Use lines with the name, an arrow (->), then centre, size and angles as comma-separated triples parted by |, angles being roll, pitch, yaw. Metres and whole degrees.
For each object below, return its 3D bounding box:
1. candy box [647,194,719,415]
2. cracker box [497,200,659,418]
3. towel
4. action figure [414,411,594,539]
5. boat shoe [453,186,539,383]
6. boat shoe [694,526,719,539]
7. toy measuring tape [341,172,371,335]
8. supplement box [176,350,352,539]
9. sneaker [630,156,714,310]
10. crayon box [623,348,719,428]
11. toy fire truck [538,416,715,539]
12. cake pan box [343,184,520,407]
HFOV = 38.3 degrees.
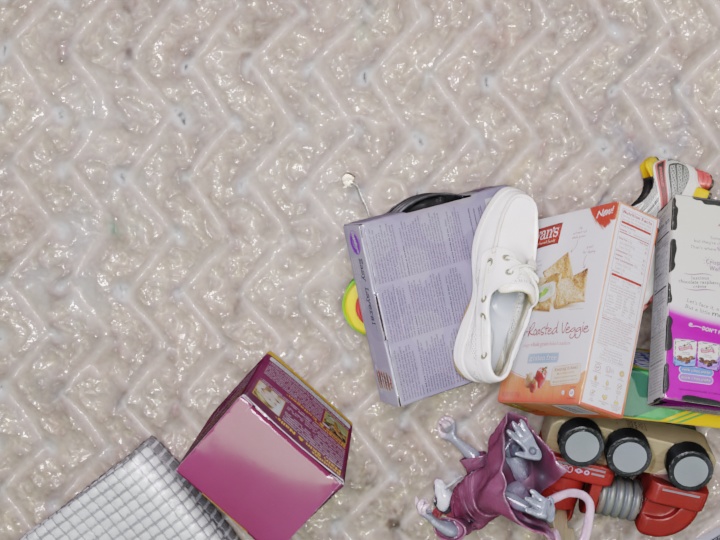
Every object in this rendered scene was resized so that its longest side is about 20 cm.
candy box -> 0.353, 0.037, 0.992 | 0.136, 0.061, 0.201 | 8, 76, 0
cracker box -> 0.213, 0.041, 1.021 | 0.057, 0.134, 0.201 | 21, 75, -23
towel -> -0.256, 0.303, 1.141 | 0.200, 0.086, 0.166 | -37, 96, 5
action figure -> 0.139, 0.228, 1.082 | 0.149, 0.200, 0.134 | 31, 55, -6
boat shoe -> 0.149, 0.015, 1.029 | 0.071, 0.069, 0.201 | 13, 86, -25
boat shoe -> 0.421, 0.312, 1.120 | 0.199, 0.072, 0.068 | -30, 94, 8
toy measuring tape -> 0.000, 0.000, 1.096 | 0.073, 0.074, 0.201 | -23, 96, 5
supplement box -> -0.090, 0.178, 1.057 | 0.131, 0.200, 0.103 | 42, 97, -3
sneaker -> 0.286, -0.026, 1.084 | 0.082, 0.078, 0.201 | 27, 89, 2
crayon box -> 0.329, 0.120, 1.070 | 0.199, 0.126, 0.052 | 7, 98, 1
toy fire truck -> 0.266, 0.253, 1.102 | 0.175, 0.129, 0.201 | 12, 110, 0
cake pan box -> 0.087, 0.020, 1.066 | 0.184, 0.052, 0.201 | -17, 99, -26
